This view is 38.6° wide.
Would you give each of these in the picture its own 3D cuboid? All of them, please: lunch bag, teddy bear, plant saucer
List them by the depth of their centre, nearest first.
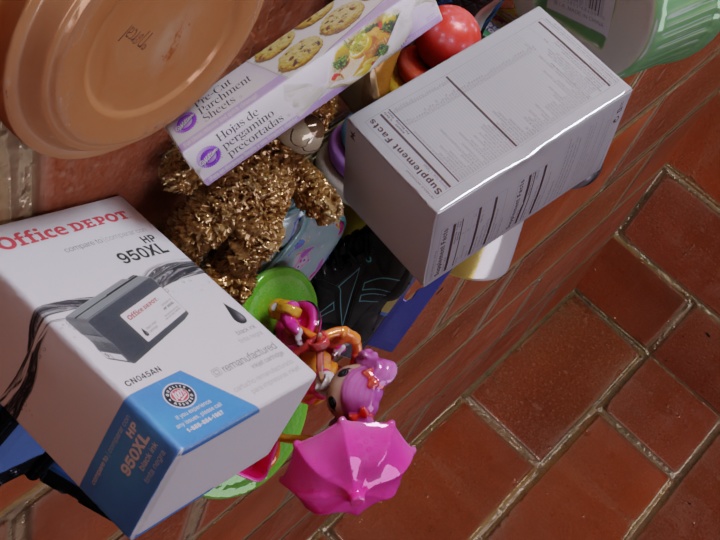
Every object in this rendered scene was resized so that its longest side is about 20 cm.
[{"bbox_3d":[-0.120,-0.142,0.588,0.200,0.032,0.200,-43,164,-16],"label":"plant saucer"},{"bbox_3d":[-0.082,-0.059,0.762,0.200,0.145,0.067,-44,-152,3],"label":"teddy bear"},{"bbox_3d":[-0.110,0.004,0.899,0.200,0.077,0.160,-50,165,10],"label":"lunch bag"}]

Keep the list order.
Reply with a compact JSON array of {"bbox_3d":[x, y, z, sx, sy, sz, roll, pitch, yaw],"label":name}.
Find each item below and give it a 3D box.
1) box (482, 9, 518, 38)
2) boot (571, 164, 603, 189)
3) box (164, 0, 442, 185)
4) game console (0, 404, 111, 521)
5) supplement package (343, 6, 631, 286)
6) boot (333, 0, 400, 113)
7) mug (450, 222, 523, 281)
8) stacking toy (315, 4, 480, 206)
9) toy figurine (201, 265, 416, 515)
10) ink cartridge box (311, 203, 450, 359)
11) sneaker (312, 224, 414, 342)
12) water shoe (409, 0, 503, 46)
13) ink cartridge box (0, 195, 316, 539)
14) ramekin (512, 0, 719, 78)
[{"bbox_3d":[0.182,-0.221,1.064,0.200,0.117,0.048,-21,147,-58],"label":"box"},{"bbox_3d":[0.126,-0.124,0.999,0.132,0.200,0.070,-36,153,-49],"label":"boot"},{"bbox_3d":[-0.038,-0.135,0.691,0.200,0.041,0.039,-35,142,-1],"label":"box"},{"bbox_3d":[-0.223,0.157,0.843,0.200,0.118,0.171,-45,168,30],"label":"game console"},{"bbox_3d":[0.097,-0.100,0.825,0.200,0.114,0.110,-32,156,-19],"label":"supplement package"},{"bbox_3d":[0.039,-0.207,0.783,0.144,0.071,0.201,-39,158,-14],"label":"boot"},{"bbox_3d":[0.135,-0.084,1.247,0.187,0.149,0.153,-41,158,-55],"label":"mug"},{"bbox_3d":[0.036,-0.145,0.890,0.085,0.085,0.200,-31,161,-47],"label":"stacking toy"},{"bbox_3d":[-0.031,0.103,0.780,0.150,0.184,0.200,34,75,-42],"label":"toy figurine"},{"bbox_3d":[0.002,0.003,1.050,0.200,0.047,0.198,20,121,-24],"label":"ink cartridge box"},{"bbox_3d":[0.000,0.000,0.959,0.200,0.079,0.076,122,-18,-44],"label":"sneaker"},{"bbox_3d":[0.092,-0.248,0.880,0.200,0.071,0.079,-61,-175,44],"label":"water shoe"},{"bbox_3d":[-0.153,0.052,0.667,0.145,0.200,0.084,-24,150,-57],"label":"ink cartridge box"},{"bbox_3d":[0.228,-0.269,0.931,0.098,0.200,0.200,-30,158,-29],"label":"ramekin"}]
